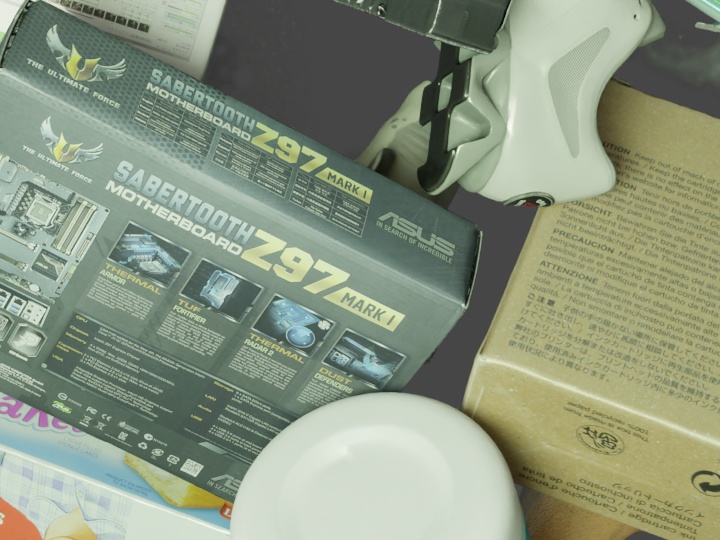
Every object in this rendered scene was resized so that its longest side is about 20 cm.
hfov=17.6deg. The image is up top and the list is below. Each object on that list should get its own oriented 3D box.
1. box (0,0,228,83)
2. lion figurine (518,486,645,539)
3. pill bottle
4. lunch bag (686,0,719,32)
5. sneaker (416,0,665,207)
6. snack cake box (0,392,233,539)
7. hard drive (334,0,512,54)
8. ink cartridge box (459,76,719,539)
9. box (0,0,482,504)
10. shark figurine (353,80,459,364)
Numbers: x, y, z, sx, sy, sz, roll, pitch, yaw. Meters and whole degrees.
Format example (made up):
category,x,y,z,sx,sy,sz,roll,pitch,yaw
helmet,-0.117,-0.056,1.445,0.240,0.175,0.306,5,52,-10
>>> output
category,x,y,z,sx,sy,sz,roll,pitch,yaw
box,-0.117,-0.143,0.928,0.143,0.036,0.201,18,86,-5
lion figurine,0.093,0.102,1.004,0.200,0.073,0.123,-39,99,26
pill bottle,0.023,0.147,0.926,0.110,0.111,0.201,-8,139,10
lunch bag,0.199,-0.179,0.941,0.160,0.077,0.201,33,101,3
sneaker,0.078,-0.123,0.916,0.088,0.074,0.202,8,87,-14
snack cake box,-0.114,0.119,1.017,0.199,0.067,0.116,20,123,7
hard drive,0.032,-0.194,0.883,0.038,0.139,0.201,11,100,-36
ink cartridge box,0.156,0.029,0.929,0.199,0.165,0.075,20,141,8
box,-0.075,0.003,0.907,0.199,0.051,0.158,26,133,-12
shark figurine,-0.014,0.015,0.980,0.214,0.128,0.090,-42,98,13
